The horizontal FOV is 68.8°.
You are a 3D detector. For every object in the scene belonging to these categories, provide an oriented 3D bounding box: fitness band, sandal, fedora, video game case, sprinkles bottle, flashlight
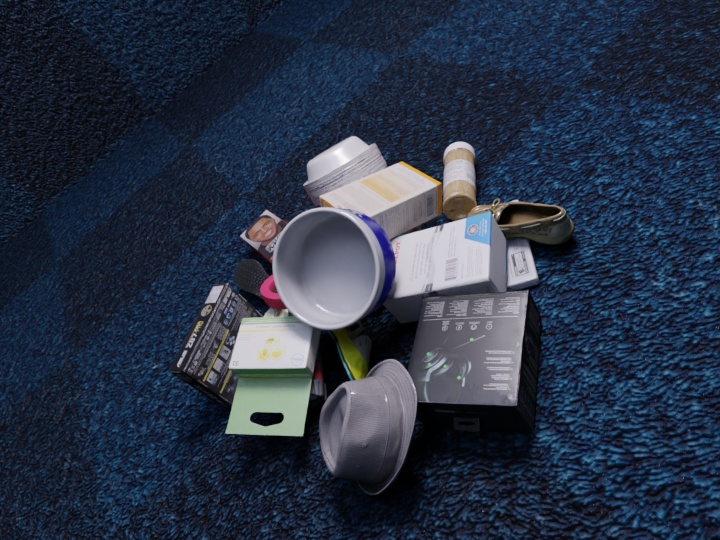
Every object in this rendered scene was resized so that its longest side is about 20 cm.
[{"bbox_3d":[-0.099,0.014,1.025,0.200,0.037,0.144,-14,34,11],"label":"fitness band"},{"bbox_3d":[-0.226,0.040,1.225,0.200,0.048,0.075,34,75,36],"label":"sandal"},{"bbox_3d":[-0.003,0.227,0.771,0.177,0.090,0.200,-125,49,-57],"label":"fedora"},{"bbox_3d":[0.220,-0.030,0.972,0.182,0.023,0.200,-18,45,22],"label":"video game case"},{"bbox_3d":[0.203,-0.186,1.076,0.068,0.068,0.200,-16,37,24],"label":"sprinkles bottle"},{"bbox_3d":[-0.105,0.148,0.972,0.068,0.068,0.200,-41,47,37],"label":"flashlight"}]

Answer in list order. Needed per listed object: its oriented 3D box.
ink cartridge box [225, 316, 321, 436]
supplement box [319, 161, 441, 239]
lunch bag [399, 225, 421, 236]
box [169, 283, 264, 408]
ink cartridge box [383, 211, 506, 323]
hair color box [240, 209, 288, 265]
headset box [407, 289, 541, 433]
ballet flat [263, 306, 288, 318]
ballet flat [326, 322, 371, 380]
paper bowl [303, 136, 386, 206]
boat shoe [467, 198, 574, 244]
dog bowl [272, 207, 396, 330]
[{"bbox_3d":[-0.154,0.176,0.903,0.145,0.048,0.200,-3,53,15],"label":"ink cartridge box"},{"bbox_3d":[0.040,-0.123,1.003,0.200,0.074,0.126,-26,43,-23],"label":"supplement box"},{"bbox_3d":[0.024,-0.115,1.127,0.160,0.077,0.200,-32,37,-26],"label":"lunch bag"},{"bbox_3d":[-0.271,0.151,1.057,0.049,0.161,0.200,-7,50,33],"label":"box"},{"bbox_3d":[0.145,-0.002,0.915,0.200,0.086,0.147,-14,46,32],"label":"ink cartridge box"},{"bbox_3d":[-0.208,-0.070,1.295,0.102,0.061,0.200,-47,40,-9],"label":"hair color box"},{"bbox_3d":[0.171,0.140,0.792,0.174,0.093,0.200,-7,49,31],"label":"headset box"},{"bbox_3d":[-0.150,0.084,1.056,0.072,0.072,0.200,-8,32,31],"label":"ballet flat"},{"bbox_3d":[-0.018,0.130,0.966,0.067,0.067,0.200,-31,39,-3],"label":"ballet flat"},{"bbox_3d":[-0.046,-0.243,1.249,0.201,0.104,0.201,-29,16,9],"label":"paper bowl"},{"bbox_3d":[0.273,-0.096,0.927,0.200,0.063,0.073,9,60,41],"label":"boat shoe"},{"bbox_3d":[-0.044,-0.005,0.884,0.200,0.079,0.200,3,97,24],"label":"dog bowl"}]
